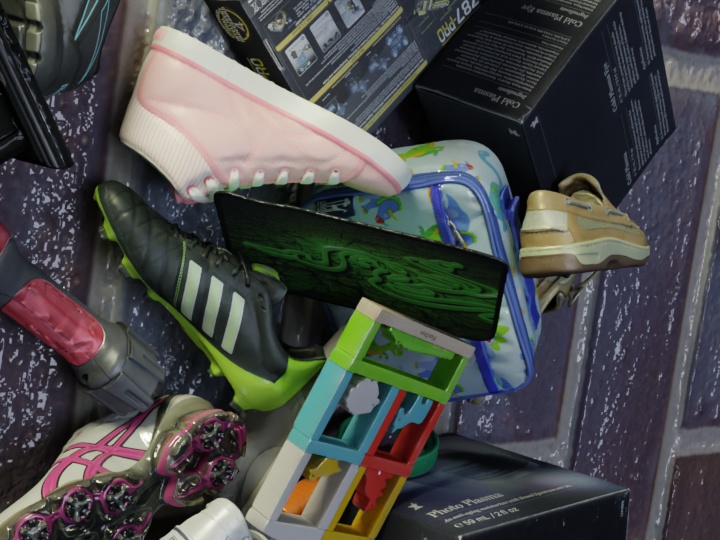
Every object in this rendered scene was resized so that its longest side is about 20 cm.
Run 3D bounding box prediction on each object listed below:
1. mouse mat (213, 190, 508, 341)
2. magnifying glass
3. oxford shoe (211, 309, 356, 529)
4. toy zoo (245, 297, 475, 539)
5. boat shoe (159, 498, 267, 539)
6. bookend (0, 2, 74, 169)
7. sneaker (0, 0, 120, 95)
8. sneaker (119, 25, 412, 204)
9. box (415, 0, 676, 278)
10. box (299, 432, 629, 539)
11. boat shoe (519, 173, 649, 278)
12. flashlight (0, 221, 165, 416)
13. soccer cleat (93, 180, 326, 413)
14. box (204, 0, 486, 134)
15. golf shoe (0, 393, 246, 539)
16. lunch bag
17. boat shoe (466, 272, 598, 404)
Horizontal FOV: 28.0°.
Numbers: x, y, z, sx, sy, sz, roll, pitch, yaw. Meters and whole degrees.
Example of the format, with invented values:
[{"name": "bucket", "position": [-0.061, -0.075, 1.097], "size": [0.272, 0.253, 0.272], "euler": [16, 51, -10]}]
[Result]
[{"name": "mouse mat", "position": [0.000, 0.000, 0.994], "size": [0.161, 0.200, 0.008], "euler": [86, 18, -68]}, {"name": "magnifying glass", "position": [-0.008, 0.150, 1.090], "size": [0.200, 0.080, 0.022], "euler": [-21, 126, -57]}, {"name": "oxford shoe", "position": [-0.053, 0.103, 1.054], "size": [0.200, 0.058, 0.075], "euler": [-56, 170, 16]}, {"name": "toy zoo", "position": [-0.004, 0.124, 1.003], "size": [0.131, 0.020, 0.200], "euler": [23, 95, -53]}, {"name": "boat shoe", "position": [-0.089, 0.218, 1.036], "size": [0.065, 0.074, 0.200], "euler": [-43, 160, -15]}, {"name": "bookend", "position": [-0.295, -0.100, 0.791], "size": [0.200, 0.092, 0.199], "euler": [-38, 124, -30]}, {"name": "sneaker", "position": [-0.188, -0.205, 0.893], "size": [0.079, 0.075, 0.200], "euler": [-9, 113, -56]}, {"name": "sneaker", "position": [-0.071, -0.076, 0.987], "size": [0.200, 0.075, 0.105], "euler": [27, 86, -11]}, {"name": "box", "position": [0.157, -0.132, 1.174], "size": [0.182, 0.104, 0.200], "euler": [-52, 144, -22]}, {"name": "box", "position": [0.072, 0.217, 1.144], "size": [0.200, 0.198, 0.123], "euler": [-5, 101, -43]}, {"name": "boat shoe", "position": [0.175, -0.037, 1.103], "size": [0.200, 0.072, 0.076], "euler": [-4, 88, -67]}, {"name": "flashlight", "position": [-0.205, 0.027, 0.922], "size": [0.200, 0.068, 0.068], "euler": [45, 53, -37]}, {"name": "soccer cleat", "position": [-0.102, 0.008, 0.988], "size": [0.081, 0.068, 0.200], "euler": [-36, 108, 5]}, {"name": "box", "position": [-0.004, -0.200, 1.072], "size": [0.200, 0.049, 0.161], "euler": [-50, 127, -23]}, {"name": "golf shoe", "position": [-0.174, 0.145, 0.967], "size": [0.200, 0.092, 0.073], "euler": [-27, 123, -41]}, {"name": "lunch bag", "position": [0.050, 0.004, 1.091], "size": [0.082, 0.161, 0.200], "euler": [-65, 144, -55]}, {"name": "boat shoe", "position": [0.141, 0.033, 1.240], "size": [0.200, 0.073, 0.063], "euler": [-42, 83, -18]}]
